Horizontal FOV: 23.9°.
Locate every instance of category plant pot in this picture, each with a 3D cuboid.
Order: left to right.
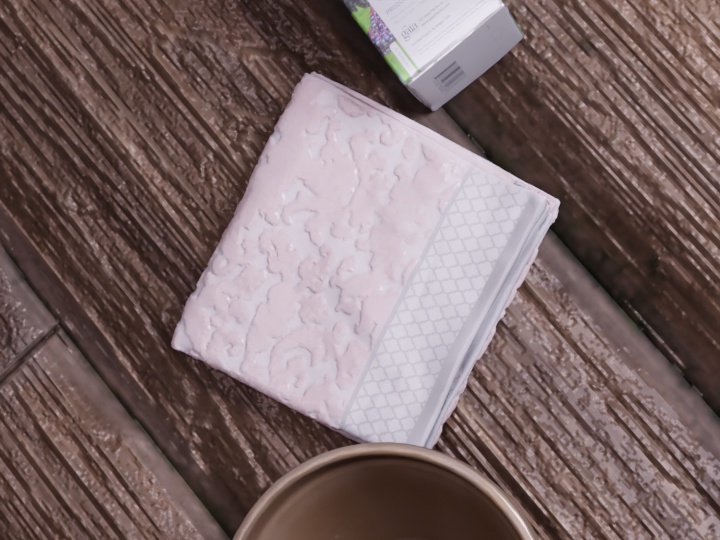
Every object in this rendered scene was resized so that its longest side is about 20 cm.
[{"bbox_3d":[0.021,0.203,1.016,0.200,0.093,0.202,-2,83,13],"label":"plant pot"}]

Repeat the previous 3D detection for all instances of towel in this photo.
[{"bbox_3d":[0.000,0.000,1.079,0.190,0.032,0.201,27,89,16],"label":"towel"}]

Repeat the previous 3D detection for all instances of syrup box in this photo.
[{"bbox_3d":[0.010,-0.208,1.078,0.081,0.079,0.200,-38,76,7],"label":"syrup box"}]
